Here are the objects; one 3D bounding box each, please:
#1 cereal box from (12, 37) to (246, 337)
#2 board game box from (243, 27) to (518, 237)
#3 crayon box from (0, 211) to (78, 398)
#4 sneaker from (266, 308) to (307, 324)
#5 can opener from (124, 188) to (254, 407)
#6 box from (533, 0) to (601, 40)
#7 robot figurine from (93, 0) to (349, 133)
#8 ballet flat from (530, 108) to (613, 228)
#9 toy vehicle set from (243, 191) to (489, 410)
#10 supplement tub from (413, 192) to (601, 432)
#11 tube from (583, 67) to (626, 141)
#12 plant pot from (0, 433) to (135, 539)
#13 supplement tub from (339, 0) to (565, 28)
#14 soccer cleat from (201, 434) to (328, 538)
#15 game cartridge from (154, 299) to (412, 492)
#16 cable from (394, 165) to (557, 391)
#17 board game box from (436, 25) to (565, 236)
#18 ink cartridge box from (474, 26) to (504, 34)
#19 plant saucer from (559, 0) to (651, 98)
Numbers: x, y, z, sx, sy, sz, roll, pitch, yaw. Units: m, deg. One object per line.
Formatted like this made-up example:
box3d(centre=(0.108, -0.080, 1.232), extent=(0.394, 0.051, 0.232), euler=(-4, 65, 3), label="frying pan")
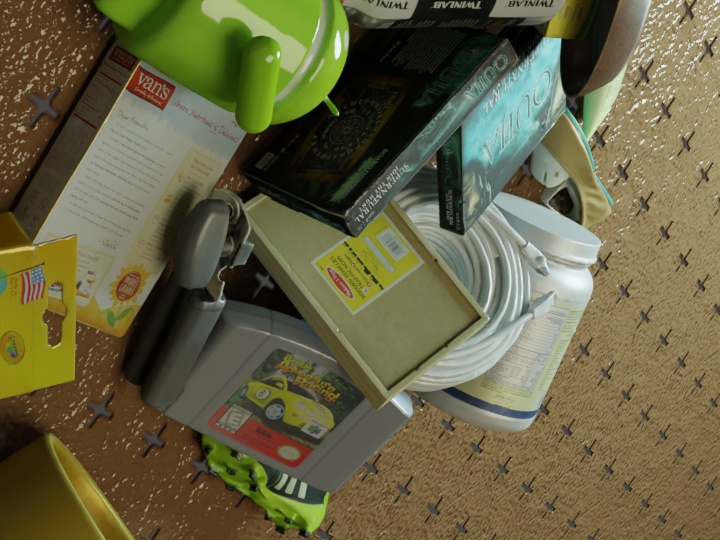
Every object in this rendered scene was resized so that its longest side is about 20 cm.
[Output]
box3d(centre=(-0.179, -0.058, 1.256), extent=(0.201, 0.039, 0.144), euler=(-59, 146, 1), label="cereal box")
box3d(centre=(0.016, -0.123, 1.350), extent=(0.200, 0.135, 0.028), euler=(-47, 131, -14), label="board game box")
box3d(centre=(-0.292, 0.036, 1.141), extent=(0.199, 0.051, 0.127), euler=(-11, 126, -29), label="crayon box")
box3d(centre=(-0.034, 0.070, 1.516), extent=(0.199, 0.080, 0.116), euler=(49, 62, -48), label="sneaker")
box3d(centre=(-0.144, 0.022, 1.322), extent=(0.067, 0.053, 0.200), euler=(-2, 130, -45), label="can opener")
box3d(centre=(0.168, -0.298, 1.338), extent=(0.048, 0.117, 0.201), euler=(-1, 123, -22), label="box")
box3d(centre=(-0.091, -0.177, 1.179), extent=(0.116, 0.176, 0.200), euler=(-38, 133, 27), label="robot figurine")
box3d(centre=(0.205, -0.095, 1.686), extent=(0.063, 0.069, 0.200), euler=(-39, 143, -2), label="ballet flat")
box3d(centre=(0.000, 0.000, 1.398), extent=(0.124, 0.200, 0.027), euler=(-34, 172, -28), label="toy vehicle set")
box3d(centre=(0.137, 0.039, 1.632), extent=(0.145, 0.145, 0.201), euler=(5, 112, -53), label="supplement tub")
box3d(centre=(0.242, -0.221, 1.648), extent=(0.058, 0.052, 0.201), euler=(-14, 132, -17), label="tube")
box3d(centre=(-0.259, 0.258, 1.284), extent=(0.189, 0.201, 0.201), euler=(-35, 142, -7), label="plant pot")
box3d(centre=(0.055, -0.246, 1.284), extent=(0.199, 0.123, 0.123), euler=(-5, 124, -21), label="supplement tub")
box3d(centre=(-0.084, 0.173, 1.545), extent=(0.200, 0.067, 0.081), euler=(54, 49, -50), label="soccer cleat")
box3d(centre=(-0.062, 0.105, 1.418), extent=(0.199, 0.041, 0.133), euler=(28, 118, -24), label="game cartridge")
box3d(centre=(0.055, 0.005, 1.484), extent=(0.200, 0.200, 0.069), euler=(-41, -174, -32), label="cable")
box3d(centre=(0.125, -0.141, 1.466), extent=(0.200, 0.028, 0.136), euler=(-50, 148, -37), label="board game box")
box3d(centre=(0.104, -0.199, 1.496), extent=(0.173, 0.043, 0.201), euler=(-2, 118, -52), label="ink cartridge box")
box3d(centre=(0.207, -0.237, 1.379), extent=(0.034, 0.200, 0.201), euler=(10, 116, -6), label="plant saucer")
